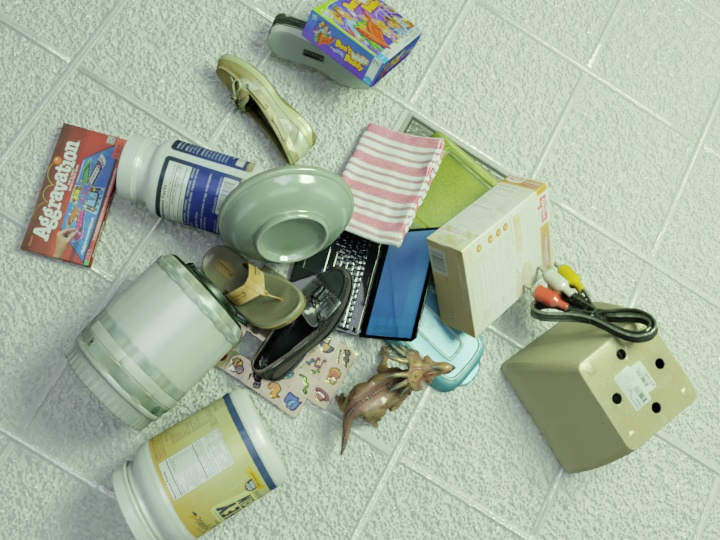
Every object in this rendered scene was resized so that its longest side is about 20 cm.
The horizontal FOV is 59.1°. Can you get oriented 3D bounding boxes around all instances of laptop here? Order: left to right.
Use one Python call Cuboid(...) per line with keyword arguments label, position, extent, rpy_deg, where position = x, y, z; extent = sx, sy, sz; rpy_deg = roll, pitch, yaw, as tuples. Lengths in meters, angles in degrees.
Cuboid(label="laptop", position=(0.000, 0.000, 0.956), extent=(0.196, 0.103, 0.181), rpy_deg=(18, 73, -6))

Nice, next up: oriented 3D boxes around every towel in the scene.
Cuboid(label="towel", position=(0.034, -0.139, 0.989), extent=(0.144, 0.030, 0.203), rpy_deg=(17, 65, 23))

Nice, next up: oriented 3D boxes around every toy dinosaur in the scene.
Cuboid(label="toy dinosaur", position=(0.030, 0.174, 0.912), extent=(0.199, 0.136, 0.086), rpy_deg=(-40, 87, -13))

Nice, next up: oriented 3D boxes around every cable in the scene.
Cuboid(label="cable", position=(0.315, 0.051, 0.901), extent=(0.096, 0.199, 0.051), rpy_deg=(-35, 123, -14))

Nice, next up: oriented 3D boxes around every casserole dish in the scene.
Cuboid(label="casserole dish", position=(0.112, 0.096, 0.992), extent=(0.200, 0.039, 0.121), rpy_deg=(44, 75, 3))

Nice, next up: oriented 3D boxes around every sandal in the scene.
Cuboid(label="sandal", position=(-0.166, 0.018, 0.916), extent=(0.198, 0.054, 0.081), rpy_deg=(32, 78, 28))

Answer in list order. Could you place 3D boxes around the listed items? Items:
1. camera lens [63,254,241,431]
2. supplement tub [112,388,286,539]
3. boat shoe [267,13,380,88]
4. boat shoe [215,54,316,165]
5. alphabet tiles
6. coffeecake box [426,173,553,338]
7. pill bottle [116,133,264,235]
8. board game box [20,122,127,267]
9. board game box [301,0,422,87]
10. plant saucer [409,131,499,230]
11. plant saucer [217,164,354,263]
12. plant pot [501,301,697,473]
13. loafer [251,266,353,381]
Cuboid(label="camera lens", position=(-0.274, 0.093, 0.868), extent=(0.160, 0.160, 0.200), rpy_deg=(44, 76, 2))
Cuboid(label="supplement tub", position=(-0.212, 0.268, 0.851), extent=(0.197, 0.144, 0.146), rpy_deg=(-29, 84, -13))
Cuboid(label="boat shoe", position=(-0.052, -0.366, 1.040), extent=(0.196, 0.071, 0.065), rpy_deg=(20, 58, -14))
Cuboid(label="boat shoe", position=(-0.160, -0.255, 1.004), extent=(0.200, 0.073, 0.063), rpy_deg=(45, 71, -6))
Cuboid(label="alphabet tiles", position=(-0.110, 0.115, 0.969), extent=(0.198, 0.008, 0.169), rpy_deg=(33, 75, -2))
Cuboid(label="coffeecake box", position=(0.200, -0.025, 0.950), extent=(0.199, 0.072, 0.156), rpy_deg=(-35, 128, -27))
Cuboid(label="pill bottle", position=(-0.249, -0.126, 0.939), extent=(0.195, 0.116, 0.118), rpy_deg=(17, 76, -5))
Cuboid(label="board game box", position=(-0.428, -0.115, 0.959), extent=(0.100, 0.019, 0.205), rpy_deg=(13, 77, -5))
Cuboid(label="board game box", position=(0.008, -0.378, 1.011), extent=(0.133, 0.045, 0.201), rpy_deg=(36, 39, -1))
Cuboid(label="plant saucer", position=(0.149, -0.104, 1.033), extent=(0.199, 0.048, 0.201), rpy_deg=(39, 76, 1))
Cuboid(label="plant saucer", position=(-0.099, -0.061, 0.890), extent=(0.195, 0.202, 0.051), rpy_deg=(-9, 58, -11))
Cuboid(label="plant pot", position=(0.367, 0.168, 0.946), extent=(0.198, 0.177, 0.202), rpy_deg=(-32, 85, -14))
Cuboid(label="loafer", position=(-0.083, 0.077, 0.915), extent=(0.072, 0.063, 0.201), rpy_deg=(40, 94, 19))
